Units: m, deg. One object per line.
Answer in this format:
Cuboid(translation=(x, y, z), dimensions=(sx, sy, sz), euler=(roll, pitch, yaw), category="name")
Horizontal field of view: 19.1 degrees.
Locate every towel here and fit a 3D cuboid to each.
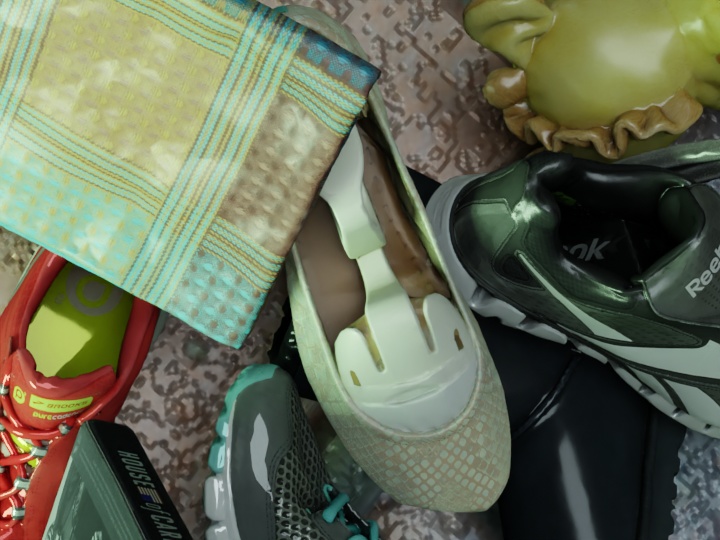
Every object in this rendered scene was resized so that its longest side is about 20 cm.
Cuboid(translation=(-0.106, -0.064, 0.741), dimensions=(0.199, 0.147, 0.022), euler=(28, 44, -1), category="towel")

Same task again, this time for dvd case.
Cuboid(translation=(-0.103, 0.170, 0.743), dimensions=(0.025, 0.150, 0.201), euler=(14, 102, -22), category="dvd case")

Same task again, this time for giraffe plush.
Cuboid(translation=(0.135, -0.094, 0.862), dimensions=(0.161, 0.200, 0.173), euler=(-20, 102, 21), category="giraffe plush")

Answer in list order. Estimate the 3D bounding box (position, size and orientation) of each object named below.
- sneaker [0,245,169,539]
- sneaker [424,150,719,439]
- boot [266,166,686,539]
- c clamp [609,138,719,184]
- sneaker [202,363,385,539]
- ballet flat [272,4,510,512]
Cuboid(translation=(-0.127, 0.056, 0.815), dimensions=(0.077, 0.085, 0.201), euler=(21, 79, -6), category="sneaker")
Cuboid(translation=(0.124, 0.010, 0.805), dimensions=(0.199, 0.090, 0.067), euler=(25, 66, -13), category="sneaker")
Cuboid(translation=(0.041, 0.066, 0.848), dimensions=(0.167, 0.076, 0.201), euler=(17, 73, -12), category="boot")
Cuboid(translation=(0.195, -0.028, 0.836), dimensions=(0.199, 0.171, 0.027), euler=(11, 75, -27), category="c clamp")
Cuboid(translation=(0.000, 0.128, 0.815), dimensions=(0.091, 0.078, 0.201), euler=(-11, 102, 14), category="sneaker")
Cuboid(translation=(0.000, 0.000, 0.775), dimensions=(0.067, 0.062, 0.201), euler=(-23, 90, -1), category="ballet flat")
